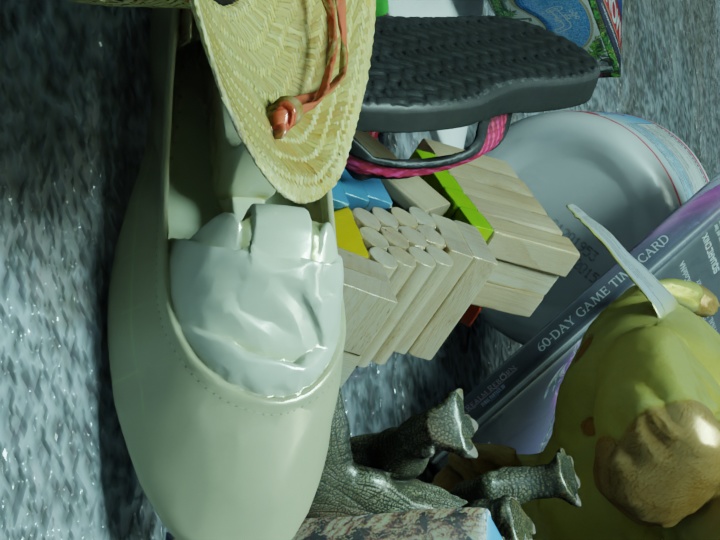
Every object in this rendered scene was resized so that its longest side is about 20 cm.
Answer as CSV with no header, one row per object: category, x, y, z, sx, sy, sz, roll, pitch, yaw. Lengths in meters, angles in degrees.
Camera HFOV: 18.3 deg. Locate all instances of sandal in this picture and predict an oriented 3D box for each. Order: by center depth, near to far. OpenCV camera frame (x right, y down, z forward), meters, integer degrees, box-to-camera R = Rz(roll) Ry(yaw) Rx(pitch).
sandal,0.020,-0.058,0.782,0.200,0.075,0.045,-10,128,-55

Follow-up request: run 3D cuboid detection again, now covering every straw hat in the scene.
straw hat,-0.057,-0.112,0.562,0.201,0.085,0.202,0,90,-76

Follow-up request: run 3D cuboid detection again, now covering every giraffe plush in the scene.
giraffe plush,0.094,0.101,0.862,0.200,0.162,0.172,50,19,24

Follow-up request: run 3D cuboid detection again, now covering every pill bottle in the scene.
pill bottle,0.115,-0.023,1.084,0.200,0.108,0.109,-13,97,-74

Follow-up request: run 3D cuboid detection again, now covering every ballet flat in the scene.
ballet flat,-0.034,-0.020,0.634,0.070,0.069,0.201,55,28,-60

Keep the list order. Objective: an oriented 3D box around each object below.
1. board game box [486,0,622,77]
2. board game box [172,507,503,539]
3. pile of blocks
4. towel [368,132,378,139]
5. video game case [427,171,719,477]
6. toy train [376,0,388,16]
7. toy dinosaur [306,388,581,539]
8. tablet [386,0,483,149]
board game box,0.058,-0.171,0.894,0.200,0.061,0.201,59,32,-54
board game box,0.014,0.187,0.684,0.200,0.096,0.160,60,29,-56
pile of blocks,0.000,0.000,0.788,0.062,0.082,0.200,-55,160,23
towel,-0.011,-0.150,0.849,0.144,0.023,0.201,68,23,-43
video game case,0.120,0.044,0.989,0.019,0.200,0.143,46,-7,33
toy train,-0.023,-0.174,0.741,0.056,0.041,0.201,80,-1,-73
toy dinosaur,0.011,0.085,0.728,0.200,0.102,0.077,31,43,-53
tablet,0.018,-0.152,0.885,0.200,0.014,0.131,64,26,-46
